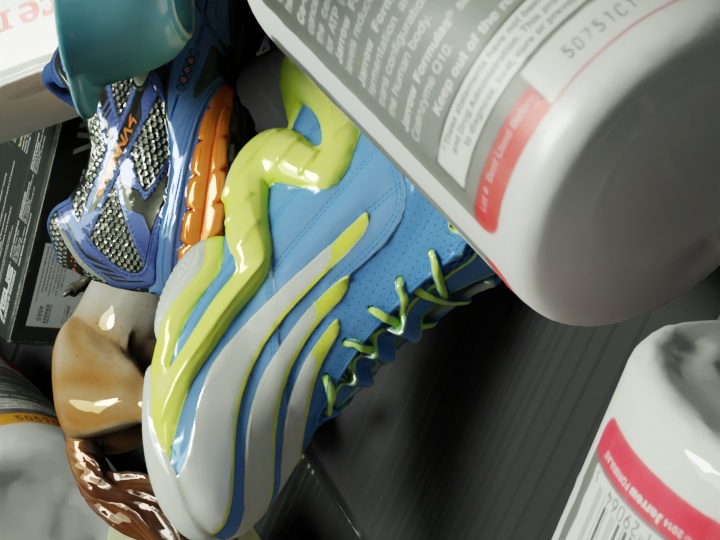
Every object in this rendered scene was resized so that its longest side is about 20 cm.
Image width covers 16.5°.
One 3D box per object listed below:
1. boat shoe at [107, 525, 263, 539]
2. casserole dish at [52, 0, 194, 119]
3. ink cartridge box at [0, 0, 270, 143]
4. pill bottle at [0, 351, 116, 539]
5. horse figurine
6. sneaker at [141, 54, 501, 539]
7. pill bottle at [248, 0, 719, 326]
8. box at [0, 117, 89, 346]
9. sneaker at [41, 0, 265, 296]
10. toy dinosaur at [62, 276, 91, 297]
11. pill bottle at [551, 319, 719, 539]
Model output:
[{"bbox_3d":[-0.030,0.168,0.908,0.202,0.074,0.063,60,174,28],"label":"boat shoe"},{"bbox_3d":[-0.079,-0.151,0.813,0.121,0.039,0.201,35,-128,-89],"label":"casserole dish"},{"bbox_3d":[-0.134,-0.166,1.014,0.146,0.083,0.201,-17,77,20],"label":"ink cartridge box"},{"bbox_3d":[-0.190,0.090,1.120,0.200,0.116,0.117,35,116,55],"label":"pill bottle"},{"bbox_3d":[-0.066,0.018,0.929,0.132,0.050,0.201,0,62,27],"label":"horse figurine"},{"bbox_3d":[0.000,0.000,0.825,0.105,0.076,0.201,8,74,34],"label":"sneaker"},{"bbox_3d":[0.036,-0.086,0.746,0.200,0.114,0.114,48,126,34],"label":"pill bottle"},{"bbox_3d":[-0.151,-0.087,1.147,0.160,0.043,0.201,39,119,53],"label":"box"},{"bbox_3d":[-0.077,-0.085,0.896,0.075,0.078,0.201,67,-157,-71],"label":"sneaker"},{"bbox_3d":[-0.070,0.009,1.002,0.088,0.047,0.200,-44,50,25],"label":"toy dinosaur"},{"bbox_3d":[0.090,0.124,0.669,0.111,0.110,0.200,49,126,49],"label":"pill bottle"}]
